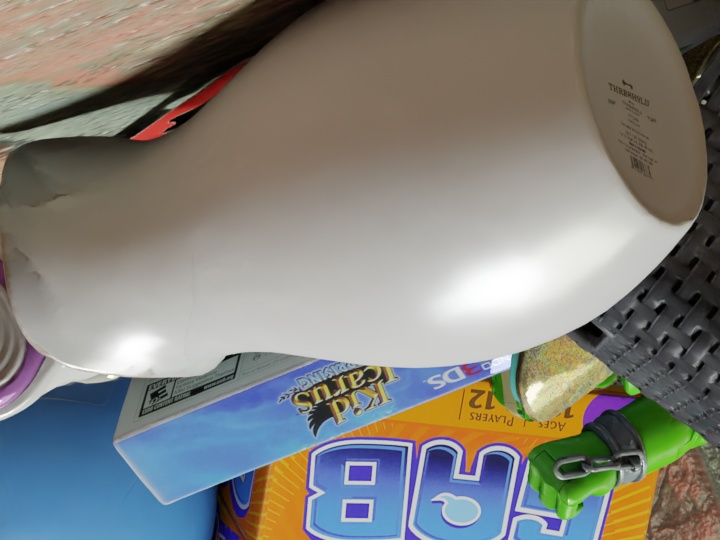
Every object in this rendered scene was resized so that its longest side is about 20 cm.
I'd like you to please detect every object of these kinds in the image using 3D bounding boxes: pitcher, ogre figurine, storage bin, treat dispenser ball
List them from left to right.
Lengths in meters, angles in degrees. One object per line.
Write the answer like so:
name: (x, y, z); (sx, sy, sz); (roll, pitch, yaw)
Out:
treat dispenser ball: (-0.173, 0.114, 1.279); (0.201, 0.201, 0.201); (-21, 177, -1)
pitcher: (0.014, -0.021, 0.794); (0.200, 0.121, 0.171); (-18, 163, 31)
ogre figurine: (0.111, 0.020, 1.143); (0.120, 0.098, 0.200); (-6, -153, -13)
storage bin: (0.157, -0.043, 0.877); (0.200, 0.094, 0.135); (-54, 176, -5)

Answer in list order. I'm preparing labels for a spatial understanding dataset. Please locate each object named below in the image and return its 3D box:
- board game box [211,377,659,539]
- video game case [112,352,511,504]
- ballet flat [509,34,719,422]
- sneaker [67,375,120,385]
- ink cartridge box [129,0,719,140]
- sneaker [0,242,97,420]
board game box: (0.021, 0.126, 1.327); (0.200, 0.200, 0.200); (7, -169, -15)
video game case: (0.000, 0.000, 1.101); (0.200, 0.045, 0.181); (-22, -150, 23)
ballet flat: (0.118, -0.031, 0.977); (0.071, 0.200, 0.071); (20, 164, 6)
sneaker: (-0.097, -0.007, 1.059); (0.200, 0.078, 0.080); (-18, 150, 33)
ink cartridge box: (0.015, -0.061, 0.916); (0.200, 0.050, 0.161); (-22, 178, -30)
sneaker: (-0.114, 0.015, 0.942); (0.200, 0.075, 0.100); (-12, 176, -6)
